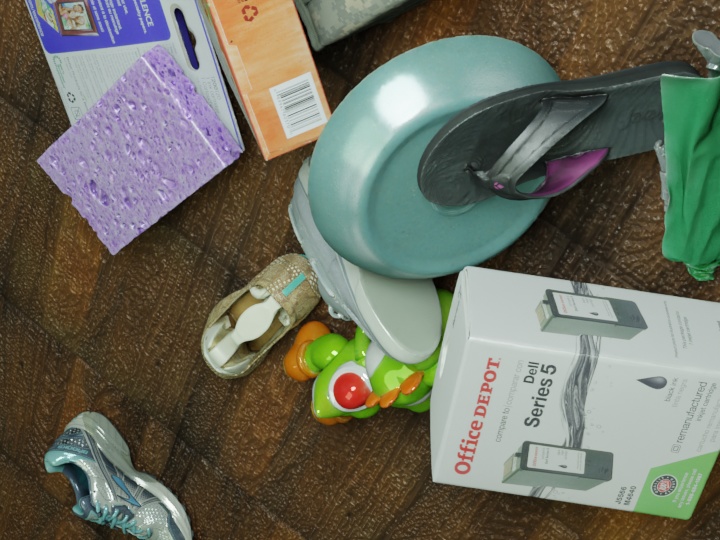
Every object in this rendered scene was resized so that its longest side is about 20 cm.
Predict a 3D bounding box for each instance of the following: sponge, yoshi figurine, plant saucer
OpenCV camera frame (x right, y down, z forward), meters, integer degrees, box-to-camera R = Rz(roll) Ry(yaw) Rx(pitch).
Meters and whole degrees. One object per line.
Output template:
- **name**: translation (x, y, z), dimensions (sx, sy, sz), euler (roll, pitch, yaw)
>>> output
- **sponge**: translation (-0.193, -0.098, 1.056), dimensions (0.199, 0.030, 0.112), euler (-30, 101, 46)
- **yoshi figurine**: translation (0.026, 0.068, 1.034), dimensions (0.199, 0.111, 0.114), euler (-16, 69, 55)
- **plant saucer**: translation (0.062, -0.064, 0.849), dimensions (0.036, 0.197, 0.202), euler (-117, 30, -46)

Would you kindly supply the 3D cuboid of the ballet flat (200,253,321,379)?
- **ballet flat**: translation (-0.106, 0.052, 1.118), dimensions (0.071, 0.065, 0.200), euler (45, 134, 2)

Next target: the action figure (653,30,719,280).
- **action figure**: translation (0.231, -0.065, 0.795), dimensions (0.116, 0.055, 0.202), euler (-10, 136, -6)

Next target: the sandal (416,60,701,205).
- **sandal**: translation (0.132, -0.084, 0.796), dimensions (0.197, 0.048, 0.076), euler (-17, 132, 1)

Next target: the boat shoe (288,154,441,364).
- **boat shoe**: translation (-0.001, 0.000, 0.971), dimensions (0.202, 0.069, 0.072), euler (62, 139, 30)

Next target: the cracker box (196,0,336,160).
- **cracker box**: translation (-0.081, -0.180, 0.867), dimensions (0.200, 0.057, 0.135), euler (-119, 9, -59)

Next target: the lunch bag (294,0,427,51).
- **lunch bag**: translation (0.007, -0.273, 0.800), dimensions (0.163, 0.117, 0.202), euler (-18, 99, 45)

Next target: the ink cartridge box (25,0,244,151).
- **ink cartridge box**: translation (-0.189, -0.194, 1.036), dimensions (0.198, 0.043, 0.201), euler (4, 121, 36)

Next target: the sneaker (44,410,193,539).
- **sneaker**: translation (-0.269, 0.256, 1.350), dimensions (0.200, 0.086, 0.078), euler (47, 135, 2)

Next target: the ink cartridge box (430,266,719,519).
- **ink cartridge box**: translation (0.156, 0.089, 0.886), dimensions (0.196, 0.085, 0.147), euler (8, 127, -3)
